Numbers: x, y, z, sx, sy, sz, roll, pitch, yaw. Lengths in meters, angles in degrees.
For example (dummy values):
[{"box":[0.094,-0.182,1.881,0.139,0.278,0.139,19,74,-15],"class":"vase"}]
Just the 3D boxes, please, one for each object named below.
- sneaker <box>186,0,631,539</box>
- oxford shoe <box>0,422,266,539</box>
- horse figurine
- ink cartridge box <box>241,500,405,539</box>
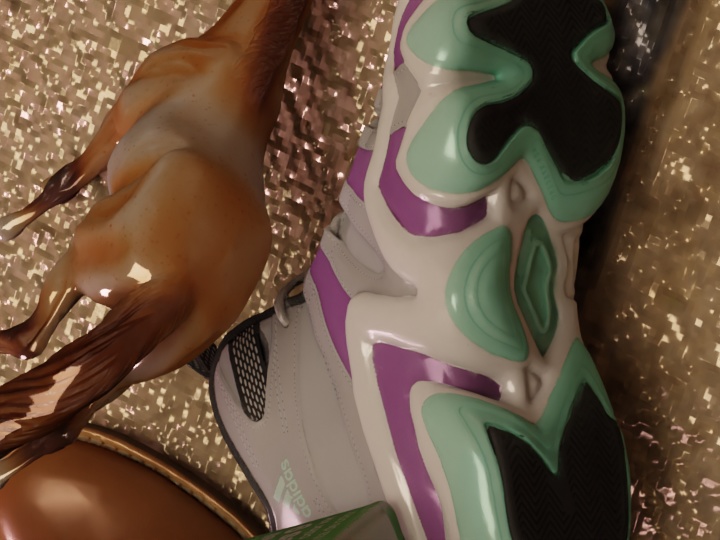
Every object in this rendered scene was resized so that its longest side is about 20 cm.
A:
[{"box":[0.000,0.000,0.814,0.140,0.078,0.201,-11,73,43],"class":"sneaker"},{"box":[-0.050,0.120,0.853,0.200,0.071,0.071,48,118,23],"class":"oxford shoe"},{"box":[-0.064,-0.015,0.815,0.132,0.200,0.050,-32,117,30],"class":"horse figurine"},{"box":[-0.067,0.160,0.766,0.199,0.087,0.146,-18,96,21],"class":"ink cartridge box"}]
